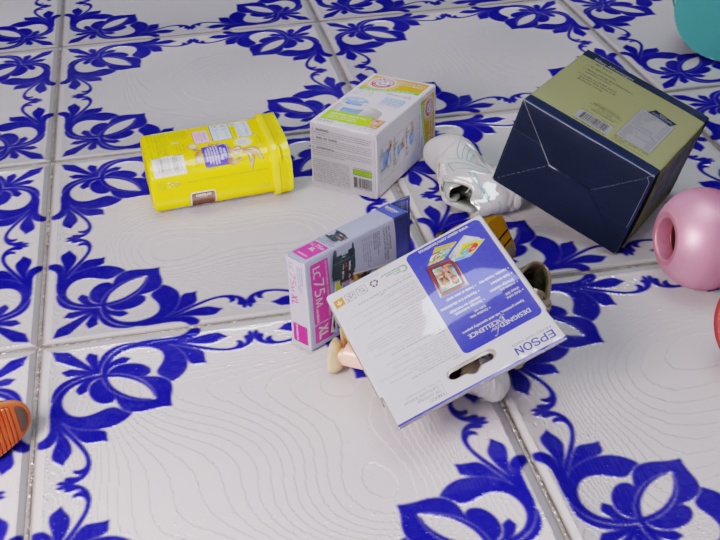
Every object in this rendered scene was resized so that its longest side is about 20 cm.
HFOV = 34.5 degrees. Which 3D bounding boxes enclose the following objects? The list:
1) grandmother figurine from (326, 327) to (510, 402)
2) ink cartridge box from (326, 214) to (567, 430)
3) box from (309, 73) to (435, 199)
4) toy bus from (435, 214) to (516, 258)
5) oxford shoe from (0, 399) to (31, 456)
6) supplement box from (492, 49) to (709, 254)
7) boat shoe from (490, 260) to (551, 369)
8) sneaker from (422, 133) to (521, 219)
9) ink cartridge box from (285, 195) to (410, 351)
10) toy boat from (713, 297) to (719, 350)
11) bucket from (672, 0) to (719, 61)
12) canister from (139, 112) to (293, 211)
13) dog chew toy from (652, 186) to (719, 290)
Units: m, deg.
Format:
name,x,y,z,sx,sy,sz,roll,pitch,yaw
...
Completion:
name,x,y,z,sx,sy,sz,roll,pitch,yaw
grandmother figurine,0.069,0.098,1.272,0.199,0.061,0.122,14,62,20
ink cartridge box,0.088,0.058,1.224,0.197,0.047,0.201,-27,51,-3
box,0.022,-0.202,1.708,0.112,0.102,0.200,15,36,25
toy bus,0.117,0.000,1.387,0.065,0.079,0.200,-12,21,35
oxford shoe,-0.435,0.171,1.169,0.199,0.072,0.073,-20,31,-26
supplement box,0.322,-0.164,1.549,0.199,0.135,0.200,34,43,17
boat shoe,0.178,0.044,1.300,0.072,0.065,0.200,37,26,1
sneaker,0.138,-0.134,1.624,0.080,0.071,0.200,-21,37,-23
ink cartridge box,0.000,0.000,1.368,0.042,0.120,0.199,25,40,38
toy boat,0.486,0.055,1.278,0.198,0.132,0.131,-4,1,-4
bucket,0.650,-0.476,2.026,0.206,0.208,0.135,13,40,23
canister,-0.209,-0.156,1.664,0.199,0.087,0.149,-11,33,-11
dog chew toy,0.462,-0.039,1.411,0.198,0.125,0.125,-1,31,-13
